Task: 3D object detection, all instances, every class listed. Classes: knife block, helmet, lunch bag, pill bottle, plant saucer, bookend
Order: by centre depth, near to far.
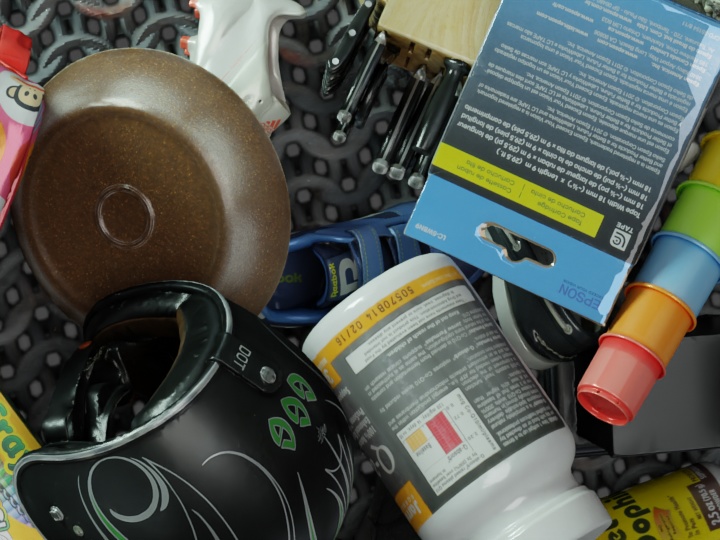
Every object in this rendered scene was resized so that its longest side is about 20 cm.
[{"bbox_3d":[-0.244,-0.066,1.505,0.082,0.200,0.177,24,87,-14],"label":"lunch bag"},{"bbox_3d":[-0.100,0.121,1.507,0.200,0.200,0.191,-37,123,-6],"label":"helmet"},{"bbox_3d":[0.061,0.099,1.534,0.116,0.116,0.200,-32,77,-7],"label":"pill bottle"},{"bbox_3d":[-0.141,-0.037,1.557,0.199,0.037,0.201,6,107,20],"label":"plant saucer"},{"bbox_3d":[0.063,-0.158,1.603,0.199,0.064,0.176,-21,80,-9],"label":"knife block"},{"bbox_3d":[0.241,0.085,1.618,0.198,0.200,0.093,-4,96,-12],"label":"bookend"},{"bbox_3d":[0.165,0.208,1.658,0.199,0.109,0.110,-19,99,-10],"label":"pill bottle"}]

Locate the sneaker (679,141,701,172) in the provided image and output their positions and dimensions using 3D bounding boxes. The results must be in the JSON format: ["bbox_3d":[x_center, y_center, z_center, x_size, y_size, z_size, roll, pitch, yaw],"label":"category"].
[{"bbox_3d":[0.163,-0.146,1.632,0.087,0.075,0.201,-15,94,-8],"label":"sneaker"}]

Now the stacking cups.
[{"bbox_3d":[0.201,0.006,1.566,0.060,0.060,0.200,36,66,-12],"label":"stacking cups"}]

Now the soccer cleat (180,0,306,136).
[{"bbox_3d":[-0.088,-0.087,1.599,0.077,0.069,0.201,12,89,5],"label":"soccer cleat"}]

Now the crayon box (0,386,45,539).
[{"bbox_3d":[-0.251,0.145,1.594,0.119,0.058,0.200,-37,101,-6],"label":"crayon box"}]

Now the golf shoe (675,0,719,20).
[{"bbox_3d":[0.251,-0.194,1.669,0.200,0.078,0.098,34,63,-20],"label":"golf shoe"}]

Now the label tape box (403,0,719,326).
[{"bbox_3d":[0.133,-0.088,1.563,0.144,0.063,0.201,25,99,6],"label":"label tape box"}]

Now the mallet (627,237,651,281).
[{"bbox_3d":[0.175,-0.090,1.674,0.066,0.041,0.201,10,89,-9],"label":"mallet"}]

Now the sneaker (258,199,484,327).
[{"bbox_3d":[0.000,0.000,1.621,0.199,0.082,0.074,-12,96,-14],"label":"sneaker"}]

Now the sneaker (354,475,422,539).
[{"bbox_3d":[0.051,0.157,1.618,0.060,0.104,0.201,18,82,-43],"label":"sneaker"}]

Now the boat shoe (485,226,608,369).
[{"bbox_3d":[0.110,-0.038,1.625,0.075,0.060,0.201,-17,84,-43],"label":"boat shoe"}]

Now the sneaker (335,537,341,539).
[{"bbox_3d":[-0.026,0.206,1.606,0.088,0.074,0.201,-5,65,0],"label":"sneaker"}]
